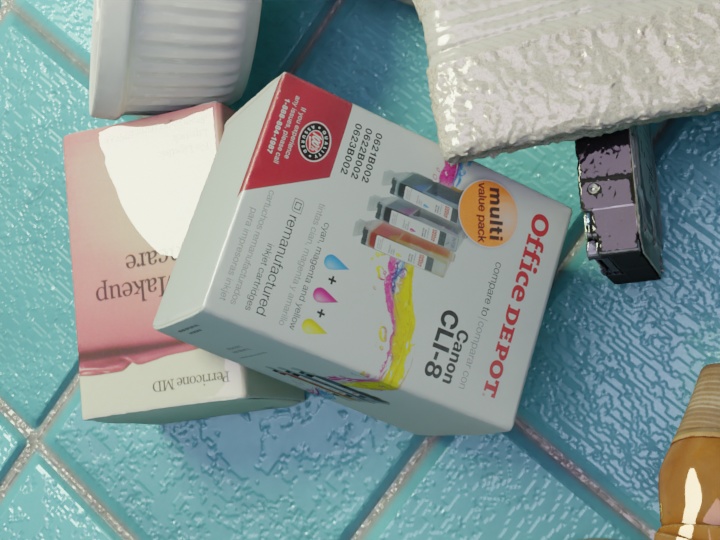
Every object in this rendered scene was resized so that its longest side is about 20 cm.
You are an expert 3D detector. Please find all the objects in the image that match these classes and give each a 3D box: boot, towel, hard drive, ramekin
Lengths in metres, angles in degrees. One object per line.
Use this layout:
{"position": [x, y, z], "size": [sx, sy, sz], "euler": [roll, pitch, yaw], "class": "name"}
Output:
{"position": [0.266, 0.149, 0.710], "size": [0.198, 0.077, 0.157], "euler": [17, 65, 10], "class": "boot"}
{"position": [0.130, -0.140, 0.703], "size": [0.197, 0.034, 0.134], "euler": [-11, 80, 8], "class": "towel"}
{"position": [0.157, -0.099, 0.781], "size": [0.037, 0.140, 0.203], "euler": [-6, 80, 18], "class": "hard drive"}
{"position": [-0.129, -0.202, 0.868], "size": [0.104, 0.200, 0.203], "euler": [3, 83, -14], "class": "ramekin"}

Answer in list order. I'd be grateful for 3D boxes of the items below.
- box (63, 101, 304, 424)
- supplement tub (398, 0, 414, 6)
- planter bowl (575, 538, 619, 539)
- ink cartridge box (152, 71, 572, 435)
{"position": [-0.123, 0.000, 0.883], "size": [0.126, 0.109, 0.203], "euler": [-10, 80, 17], "class": "box"}
{"position": [0.054, -0.247, 0.834], "size": [0.198, 0.145, 0.147], "euler": [24, 91, 20], "class": "supplement tub"}
{"position": [0.136, 0.266, 0.745], "size": [0.198, 0.135, 0.203], "euler": [-3, 81, 19], "class": "planter bowl"}
{"position": [0.000, 0.000, 0.765], "size": [0.198, 0.144, 0.147], "euler": [22, 76, -17], "class": "ink cartridge box"}
